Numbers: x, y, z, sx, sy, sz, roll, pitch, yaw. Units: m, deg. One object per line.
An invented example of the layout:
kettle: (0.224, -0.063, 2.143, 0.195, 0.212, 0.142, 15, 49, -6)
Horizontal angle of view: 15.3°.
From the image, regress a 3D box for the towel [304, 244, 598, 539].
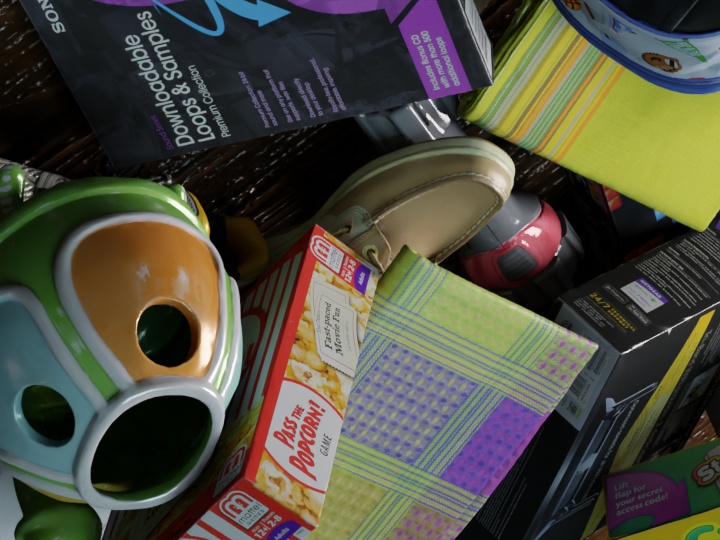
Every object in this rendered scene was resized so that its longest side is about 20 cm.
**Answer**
towel: (0.016, 0.088, 1.409, 0.143, 0.023, 0.200, 26, 111, -32)

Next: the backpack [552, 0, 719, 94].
backpack: (0.175, -0.188, 1.326, 0.190, 0.200, 0.154, -40, 156, -12)

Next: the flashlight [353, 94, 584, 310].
flashlight: (0.054, -0.052, 1.452, 0.200, 0.068, 0.068, 50, 55, -43)

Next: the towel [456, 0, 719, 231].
towel: (0.142, -0.086, 1.435, 0.200, 0.018, 0.086, 22, 110, -40)

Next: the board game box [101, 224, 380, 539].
board game box: (-0.065, 0.090, 1.307, 0.046, 0.200, 0.152, 35, 123, -15)

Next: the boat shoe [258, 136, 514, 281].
boat shoe: (0.000, 0.000, 1.400, 0.200, 0.066, 0.074, -32, 133, 30)

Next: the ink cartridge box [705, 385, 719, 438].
ink cartridge box: (0.305, 0.055, 1.597, 0.084, 0.176, 0.200, 10, 138, -40)

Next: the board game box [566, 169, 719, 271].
board game box: (0.210, -0.098, 1.525, 0.200, 0.057, 0.165, -32, 139, -8)

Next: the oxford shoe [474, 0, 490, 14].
oxford shoe: (0.022, -0.187, 1.282, 0.200, 0.073, 0.085, 52, 47, -45)

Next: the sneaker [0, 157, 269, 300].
sneaker: (-0.124, -0.023, 1.332, 0.082, 0.078, 0.200, -34, 151, 25)

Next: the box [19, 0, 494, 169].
box: (-0.051, -0.123, 1.272, 0.200, 0.036, 0.143, -11, 139, 14)

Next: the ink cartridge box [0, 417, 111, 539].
ink cartridge box: (-0.162, 0.158, 1.452, 0.200, 0.084, 0.176, 13, 116, -41)

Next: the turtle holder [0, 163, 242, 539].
turtle holder: (-0.132, 0.052, 1.240, 0.186, 0.132, 0.141, -46, 139, 15)

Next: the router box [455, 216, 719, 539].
router box: (0.143, 0.076, 1.530, 0.157, 0.052, 0.200, -24, 148, -43)

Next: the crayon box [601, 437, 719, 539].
crayon box: (0.263, 0.156, 1.521, 0.200, 0.058, 0.173, -21, 132, 18)
